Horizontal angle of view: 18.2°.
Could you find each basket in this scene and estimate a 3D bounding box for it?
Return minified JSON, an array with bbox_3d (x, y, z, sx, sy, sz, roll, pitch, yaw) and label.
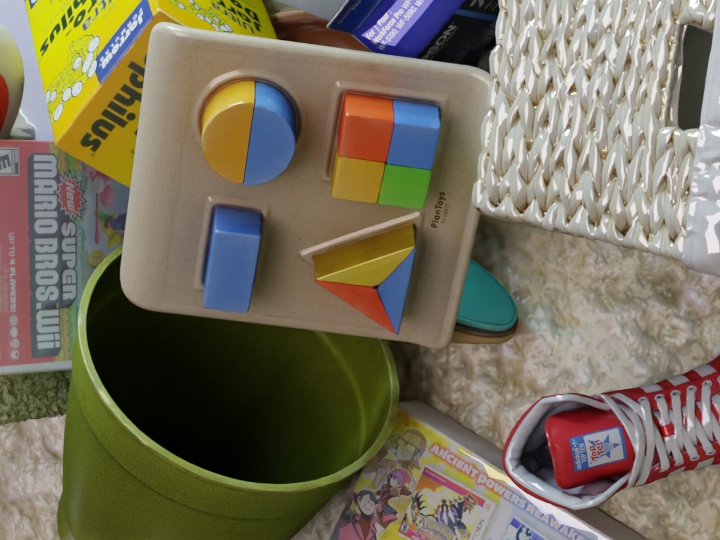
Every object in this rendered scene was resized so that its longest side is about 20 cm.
[{"bbox_3d":[0.178,-0.105,1.240,0.160,0.200,0.199,10,95,29],"label":"basket"}]

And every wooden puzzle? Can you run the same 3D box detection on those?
[{"bbox_3d":[-0.032,-0.038,1.270,0.199,0.046,0.186,10,123,-2],"label":"wooden puzzle"}]

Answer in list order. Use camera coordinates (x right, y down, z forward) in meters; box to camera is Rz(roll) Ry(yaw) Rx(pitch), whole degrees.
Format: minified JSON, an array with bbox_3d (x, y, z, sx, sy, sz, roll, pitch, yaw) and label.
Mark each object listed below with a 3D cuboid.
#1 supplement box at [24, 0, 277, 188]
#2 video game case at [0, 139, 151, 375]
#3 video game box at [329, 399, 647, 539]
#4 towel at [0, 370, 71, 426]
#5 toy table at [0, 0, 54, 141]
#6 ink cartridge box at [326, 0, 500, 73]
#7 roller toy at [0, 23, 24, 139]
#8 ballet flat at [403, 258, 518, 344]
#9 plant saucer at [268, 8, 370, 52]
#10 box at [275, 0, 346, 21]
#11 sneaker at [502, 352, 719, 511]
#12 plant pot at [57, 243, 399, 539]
[{"bbox_3d":[-0.128,-0.141,1.395,0.109,0.109,0.200,-50,31,19],"label":"supplement box"},{"bbox_3d":[-0.173,-0.010,1.425,0.017,0.200,0.144,-1,91,38],"label":"video game case"},{"bbox_3d":[0.068,0.206,1.390,0.200,0.047,0.183,31,107,23],"label":"video game box"},{"bbox_3d":[-0.196,0.024,1.439,0.036,0.200,0.149,0,92,37],"label":"towel"},{"bbox_3d":[-0.276,-0.097,1.525,0.183,0.117,0.201,-3,91,28],"label":"toy table"},{"bbox_3d":[0.068,-0.154,1.294,0.039,0.200,0.100,49,112,22],"label":"ink cartridge box"},{"bbox_3d":[-0.304,-0.105,1.370,0.140,0.182,0.200,44,111,19],"label":"roller toy"},{"bbox_3d":[0.000,0.000,1.366,0.199,0.069,0.063,27,135,-10],"label":"ballet flat"},{"bbox_3d":[-0.029,-0.066,1.440,0.199,0.037,0.201,0,90,28],"label":"plant saucer"},{"bbox_3d":[-0.037,-0.253,1.358,0.106,0.152,0.200,-47,62,20],"label":"box"},{"bbox_3d":[0.177,0.088,1.292,0.199,0.112,0.072,-21,82,27],"label":"sneaker"},{"bbox_3d":[-0.104,0.110,1.394,0.200,0.200,0.193,47,136,19],"label":"plant pot"}]
